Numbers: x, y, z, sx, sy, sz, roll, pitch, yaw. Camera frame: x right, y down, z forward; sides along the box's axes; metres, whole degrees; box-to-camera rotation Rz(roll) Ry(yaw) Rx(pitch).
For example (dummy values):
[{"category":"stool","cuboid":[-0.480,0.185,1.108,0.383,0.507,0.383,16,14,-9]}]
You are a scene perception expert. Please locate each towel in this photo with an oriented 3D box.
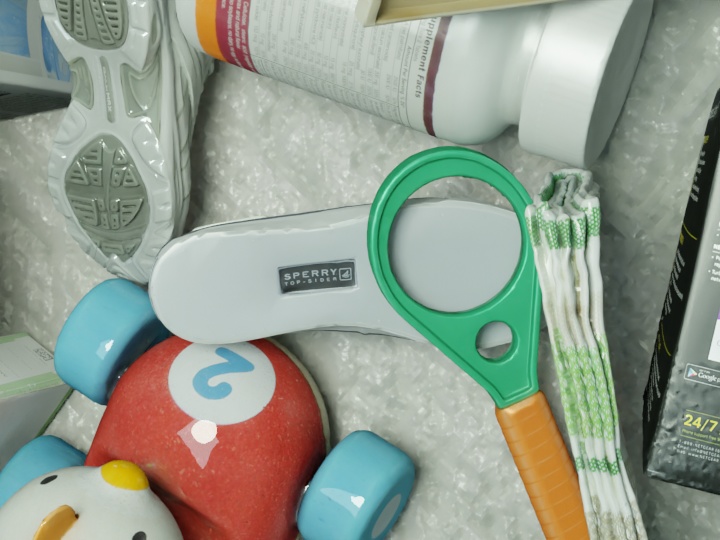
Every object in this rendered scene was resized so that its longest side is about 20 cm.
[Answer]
[{"category":"towel","cuboid":[0.106,0.060,0.780,0.030,0.149,0.202,-11,96,11]}]

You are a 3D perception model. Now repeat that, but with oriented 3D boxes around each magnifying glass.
[{"category":"magnifying glass","cuboid":[0.064,0.039,0.839,0.079,0.022,0.201,-24,101,-4]}]

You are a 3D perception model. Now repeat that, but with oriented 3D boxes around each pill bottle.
[{"category":"pill bottle","cuboid":[0.025,-0.122,0.834,0.199,0.109,0.110,20,98,14]}]

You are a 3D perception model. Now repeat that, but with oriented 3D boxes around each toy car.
[{"category":"toy car","cuboid":[-0.107,0.117,0.841,0.184,0.200,0.178,30,104,17]}]

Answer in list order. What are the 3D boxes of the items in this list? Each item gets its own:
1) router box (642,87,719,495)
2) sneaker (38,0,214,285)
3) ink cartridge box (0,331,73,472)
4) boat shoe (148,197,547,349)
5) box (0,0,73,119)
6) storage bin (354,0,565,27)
[{"category":"router box","cuboid":[0.153,0.001,0.741,0.051,0.200,0.150,13,96,8]},{"category":"sneaker","cuboid":[-0.099,-0.089,0.903,0.077,0.099,0.201,19,124,23]},{"category":"ink cartridge box","cuboid":[-0.231,0.107,0.890,0.048,0.200,0.146,40,104,12]},{"category":"boat shoe","cuboid":[0.000,0.000,0.869,0.198,0.070,0.072,-5,102,-4]},{"category":"box","cuboid":[-0.208,-0.181,0.922,0.101,0.112,0.202,-8,88,22]},{"category":"storage bin","cuboid":[0.088,-0.212,0.715,0.094,0.197,0.201,56,144,35]}]
